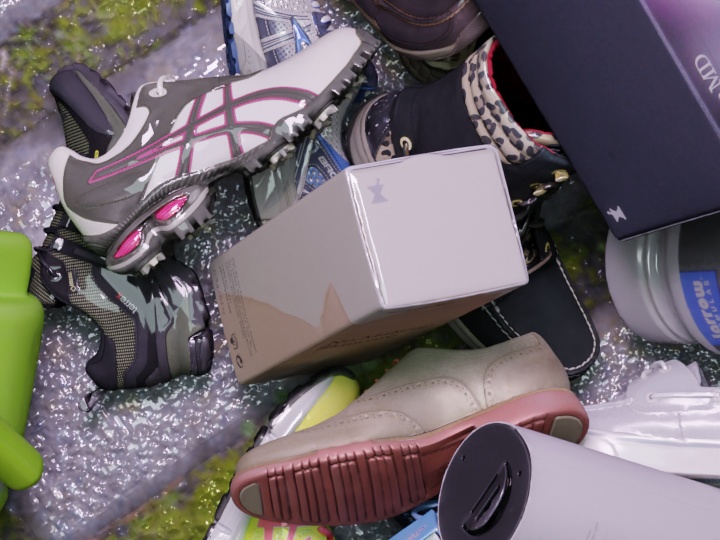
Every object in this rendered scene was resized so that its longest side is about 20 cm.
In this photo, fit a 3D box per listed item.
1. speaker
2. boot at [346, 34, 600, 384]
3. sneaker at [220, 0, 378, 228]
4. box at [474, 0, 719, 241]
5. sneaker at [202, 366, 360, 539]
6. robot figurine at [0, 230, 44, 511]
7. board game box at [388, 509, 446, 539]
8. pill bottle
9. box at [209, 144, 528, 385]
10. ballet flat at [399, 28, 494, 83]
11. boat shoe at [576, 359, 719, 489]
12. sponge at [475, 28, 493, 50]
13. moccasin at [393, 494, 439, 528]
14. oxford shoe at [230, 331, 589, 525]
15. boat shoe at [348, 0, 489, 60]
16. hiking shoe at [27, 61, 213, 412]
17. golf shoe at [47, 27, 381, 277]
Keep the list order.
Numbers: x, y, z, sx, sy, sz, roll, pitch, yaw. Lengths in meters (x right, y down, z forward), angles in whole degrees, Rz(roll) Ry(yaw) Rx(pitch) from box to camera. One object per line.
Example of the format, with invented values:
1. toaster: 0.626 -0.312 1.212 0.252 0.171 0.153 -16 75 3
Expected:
1. speaker: 0.142 0.143 1.204 0.200 0.081 0.081 18 80 -31
2. boot: 0.090 -0.031 1.231 0.073 0.154 0.204 -39 95 -31
3. sneaker: -0.036 -0.124 1.310 0.085 0.077 0.200 -8 90 -6
4. box: 0.181 -0.154 1.151 0.198 0.123 0.200 -37 100 -30
5. sneaker: -0.041 0.151 1.265 0.090 0.078 0.200 27 91 0
6. robot figurine: -0.244 0.069 1.246 0.175 0.116 0.200 18 99 36
7. board game box: 0.038 0.256 1.222 0.153 0.040 0.200 -35 99 4
8. pill bottle: 0.240 -0.008 1.212 0.114 0.200 0.114 3 86 -43
9. box: 0.000 0.000 1.211 0.095 0.200 0.078 -10 81 -26
10. ballet flat: 0.122 -0.124 1.283 0.200 0.046 0.067 9 81 0
11. boat shoe: 0.186 0.085 1.254 0.200 0.072 0.069 0 74 22
12. sponge: 0.083 -0.176 1.330 0.111 0.030 0.200 -10 81 -1
13. moccasin: 0.079 0.142 1.261 0.200 0.068 0.080 38 84 7
14. oxford shoe: 0.021 0.087 1.225 0.200 0.071 0.074 -12 54 -10
15. boat shoe: 0.012 -0.175 1.241 0.073 0.200 0.075 40 88 -34
16. hiking shoe: -0.157 -0.022 1.288 0.101 0.076 0.200 -20 82 -5
17. golf shoe: -0.079 -0.083 1.229 0.200 0.077 0.088 -39 89 -7
